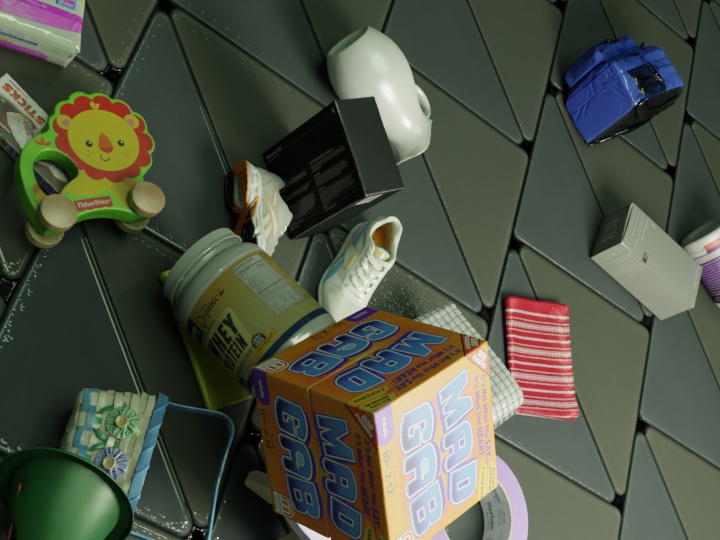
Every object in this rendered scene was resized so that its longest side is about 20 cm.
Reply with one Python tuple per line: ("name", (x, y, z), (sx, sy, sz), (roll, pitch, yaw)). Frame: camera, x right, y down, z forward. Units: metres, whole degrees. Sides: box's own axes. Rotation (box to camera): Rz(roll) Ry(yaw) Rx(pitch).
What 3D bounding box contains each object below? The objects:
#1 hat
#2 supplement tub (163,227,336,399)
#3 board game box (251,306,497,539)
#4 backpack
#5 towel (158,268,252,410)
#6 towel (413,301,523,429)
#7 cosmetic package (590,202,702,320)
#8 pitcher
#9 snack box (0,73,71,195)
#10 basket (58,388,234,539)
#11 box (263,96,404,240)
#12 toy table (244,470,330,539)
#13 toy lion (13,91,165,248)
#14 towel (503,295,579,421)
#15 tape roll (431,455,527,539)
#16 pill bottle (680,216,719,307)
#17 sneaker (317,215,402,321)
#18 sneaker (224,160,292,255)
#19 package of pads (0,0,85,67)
("hat", (-0.353, 0.319, 1.209), (0.165, 0.200, 0.176), (17, 41, 1))
("supplement tub", (-0.143, 0.055, 1.443), (0.200, 0.145, 0.144), (43, 50, 14))
("board game box", (0.020, 0.188, 1.332), (0.200, 0.199, 0.201), (-26, 119, -40))
("backpack", (0.500, -0.350, 2.100), (0.200, 0.162, 0.168), (-19, 82, -38))
("towel", (-0.204, 0.086, 1.520), (0.086, 0.018, 0.201), (-16, 84, -35))
("towel", (0.119, 0.165, 1.654), (0.165, 0.086, 0.200), (-26, 66, -32))
("cosmetic package", (0.523, -0.014, 2.043), (0.200, 0.090, 0.107), (36, 53, -17))
("pitcher", (0.041, -0.293, 1.786), (0.200, 0.121, 0.172), (54, 31, -21))
("snack box", (-0.411, -0.158, 1.450), (0.200, 0.024, 0.072), (47, 51, -13))
("basket", (-0.261, 0.236, 1.342), (0.199, 0.139, 0.177), (19, 62, -19))
("box", (-0.042, -0.144, 1.602), (0.079, 0.200, 0.142), (-16, 84, -38))
("toy table", (-0.056, 0.314, 1.478), (0.200, 0.117, 0.184), (51, 51, -11))
("toy lion", (-0.351, -0.139, 1.438), (0.199, 0.069, 0.192), (-14, 74, -40))
("towel", (0.301, 0.145, 1.863), (0.144, 0.022, 0.201), (11, 68, -32))
("tape roll", (0.151, 0.361, 1.647), (0.199, 0.066, 0.201), (14, 65, -32))
("pill bottle", (0.714, 0.005, 2.158), (0.111, 0.111, 0.200), (-36, 96, -39))
("sneaker", (0.000, 0.000, 1.658), (0.076, 0.081, 0.201), (35, 57, -23))
("sneaker", (-0.133, -0.057, 1.589), (0.092, 0.076, 0.201), (10, 69, -38))
("package of pads", (-0.444, -0.387, 1.484), (0.154, 0.068, 0.201), (15, 64, -33))
